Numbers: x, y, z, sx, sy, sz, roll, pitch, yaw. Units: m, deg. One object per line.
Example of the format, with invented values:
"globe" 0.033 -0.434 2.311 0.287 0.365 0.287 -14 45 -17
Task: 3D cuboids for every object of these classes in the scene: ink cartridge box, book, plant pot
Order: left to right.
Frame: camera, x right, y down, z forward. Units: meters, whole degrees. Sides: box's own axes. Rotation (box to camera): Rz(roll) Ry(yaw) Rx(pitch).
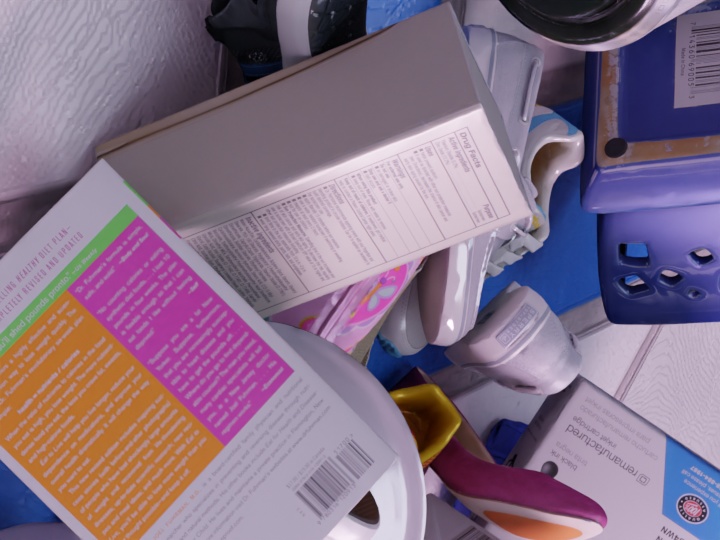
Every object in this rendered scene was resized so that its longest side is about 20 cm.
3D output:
"book" -0.097 0.065 0.802 0.134 0.200 0.048 -45 -176 -8
"ink cartridge box" 0.150 0.192 1.167 0.201 0.145 0.084 -57 -178 2
"plant pot" 0.256 -0.092 1.203 0.180 0.198 0.202 55 36 -53

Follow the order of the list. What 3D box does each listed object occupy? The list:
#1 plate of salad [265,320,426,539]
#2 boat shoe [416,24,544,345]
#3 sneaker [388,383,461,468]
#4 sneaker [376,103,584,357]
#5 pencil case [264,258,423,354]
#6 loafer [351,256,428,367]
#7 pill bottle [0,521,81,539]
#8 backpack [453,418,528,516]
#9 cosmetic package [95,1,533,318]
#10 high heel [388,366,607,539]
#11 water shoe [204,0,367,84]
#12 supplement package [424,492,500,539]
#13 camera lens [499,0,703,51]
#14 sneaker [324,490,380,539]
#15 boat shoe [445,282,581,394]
"plate of salad" -0.062 0.126 0.929 0.048 0.198 0.202 -57 164 -84
"boat shoe" 0.079 -0.051 1.069 0.072 0.068 0.203 144 -47 -72
"sneaker" -0.012 0.116 1.025 0.077 0.073 0.200 -41 176 39
"sneaker" 0.074 -0.029 1.126 0.201 0.080 0.077 -59 148 -14
"pencil case" -0.008 -0.012 0.964 0.201 0.087 0.087 -54 148 7
"loafer" 0.000 0.000 1.041 0.075 0.068 0.202 -5 111 -55
"pill bottle" -0.158 0.242 0.895 0.114 0.113 0.202 -40 138 -38
"backpack" 0.167 0.221 1.289 0.167 0.199 0.164 8 102 -57
"cosmetic package" -0.024 -0.046 0.867 0.198 0.074 0.104 -21 144 9
"high heel" 0.087 0.117 1.113 0.067 0.199 0.097 40 66 -37
"water shoe" -0.041 -0.127 0.914 0.072 0.079 0.200 -50 168 -23
"supplement package" 0.034 0.268 1.065 0.119 0.121 0.202 -24 136 -46
"camera lens" 0.176 -0.240 1.089 0.199 0.159 0.162 -31 132 -45
"sneaker" -0.087 0.100 0.875 0.085 0.199 0.073 -60 179 18
"boat shoe" 0.109 0.051 1.139 0.072 0.069 0.200 -44 -179 -9
